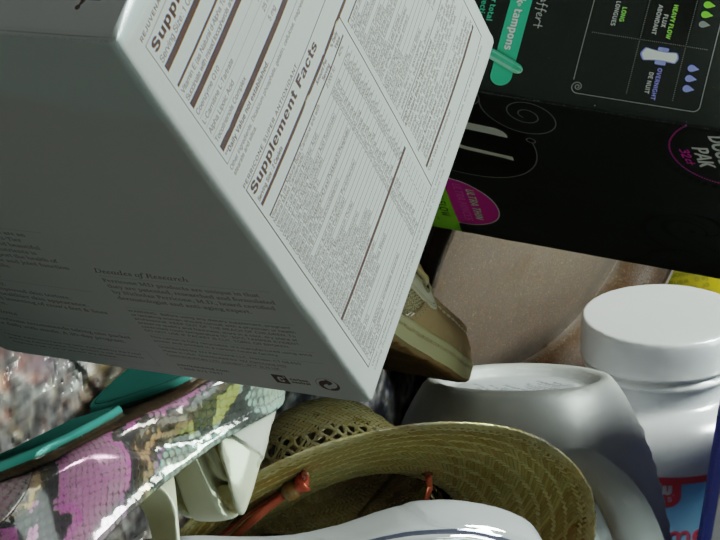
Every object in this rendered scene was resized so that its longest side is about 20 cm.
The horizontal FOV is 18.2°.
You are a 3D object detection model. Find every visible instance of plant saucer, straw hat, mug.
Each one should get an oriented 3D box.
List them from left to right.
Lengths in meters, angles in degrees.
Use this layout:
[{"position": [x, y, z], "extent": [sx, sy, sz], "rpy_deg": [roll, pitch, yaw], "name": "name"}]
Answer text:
[{"position": [-0.007, 0.100, 0.947], "extent": [0.201, 0.201, 0.085], "rpy_deg": [66, -1, -46], "name": "straw hat"}, {"position": [0.087, 0.139, 1.047], "extent": [0.147, 0.200, 0.176], "rpy_deg": [-4, 96, -23], "name": "mug"}, {"position": [0.096, -0.014, 1.134], "extent": [0.200, 0.032, 0.201], "rpy_deg": [-29, 135, -33], "name": "plant saucer"}]

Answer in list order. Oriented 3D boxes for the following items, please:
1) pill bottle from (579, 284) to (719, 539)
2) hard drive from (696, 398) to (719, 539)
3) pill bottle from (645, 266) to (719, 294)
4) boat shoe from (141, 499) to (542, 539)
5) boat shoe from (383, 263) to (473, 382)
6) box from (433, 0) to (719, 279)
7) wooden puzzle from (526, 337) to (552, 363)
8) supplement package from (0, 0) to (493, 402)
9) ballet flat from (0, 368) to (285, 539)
[{"position": [0.155, 0.115, 1.169], "extent": [0.109, 0.108, 0.201], "rpy_deg": [-37, 130, -56], "name": "pill bottle"}, {"position": [0.181, 0.072, 1.009], "extent": [0.200, 0.025, 0.132], "rpy_deg": [87, 26, -53], "name": "hard drive"}, {"position": [0.187, -0.024, 1.260], "extent": [0.114, 0.114, 0.201], "rpy_deg": [-46, 127, -51], "name": "pill bottle"}, {"position": [-0.010, 0.138, 0.867], "extent": [0.199, 0.070, 0.071], "rpy_deg": [0, 132, -27], "name": "boat shoe"}, {"position": [0.000, 0.000, 0.967], "extent": [0.200, 0.071, 0.065], "rpy_deg": [36, 65, -59], "name": "boat shoe"}, {"position": [0.084, -0.091, 0.947], "extent": [0.149, 0.199, 0.125], "rpy_deg": [64, 40, -63], "name": "box"}, {"position": [0.113, 0.105, 1.268], "extent": [0.185, 0.037, 0.200], "rpy_deg": [63, 37, -48], "name": "wooden puzzle"}, {"position": [-0.072, -0.078, 0.711], "extent": [0.200, 0.151, 0.151], "rpy_deg": [57, 46, -52], "name": "supplement package"}, {"position": [-0.078, 0.070, 0.813], "extent": [0.200, 0.069, 0.071], "rpy_deg": [-34, 103, -49], "name": "ballet flat"}]
